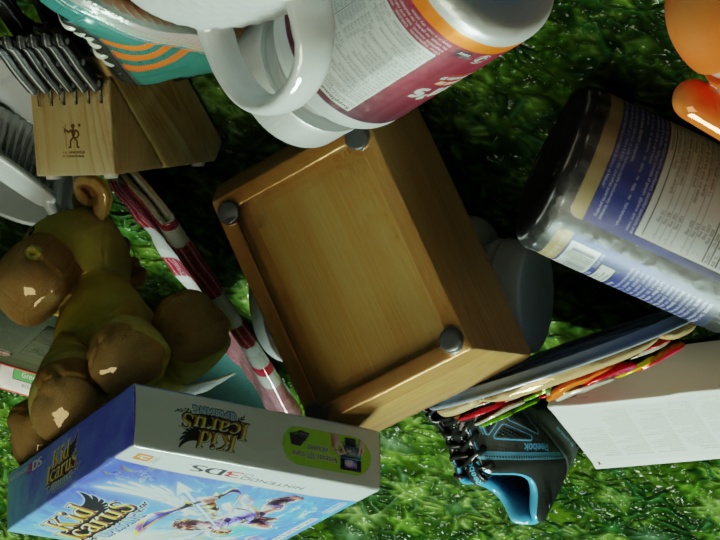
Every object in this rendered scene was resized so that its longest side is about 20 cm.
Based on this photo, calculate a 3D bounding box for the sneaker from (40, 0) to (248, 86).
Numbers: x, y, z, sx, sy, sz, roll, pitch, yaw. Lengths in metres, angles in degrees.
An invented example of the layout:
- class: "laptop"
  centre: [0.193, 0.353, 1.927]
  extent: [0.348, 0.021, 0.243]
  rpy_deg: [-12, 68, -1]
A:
- class: "sneaker"
  centre: [-0.146, -0.153, 1.466]
  extent: [0.080, 0.072, 0.200]
  rpy_deg: [-31, 155, 27]

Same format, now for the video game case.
- class: "video game case"
  centre: [-0.114, 0.141, 1.563]
  extent: [0.180, 0.046, 0.200]
  rpy_deg: [14, 152, -28]

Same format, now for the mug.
- class: "mug"
  centre: [-0.066, -0.188, 1.352]
  extent: [0.147, 0.201, 0.175]
  rpy_deg: [-13, 176, -35]

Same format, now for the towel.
- class: "towel"
  centre: [-0.117, 0.011, 1.701]
  extent: [0.200, 0.023, 0.144]
  rpy_deg: [59, 172, -34]

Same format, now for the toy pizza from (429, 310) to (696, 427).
- class: "toy pizza"
  centre: [0.144, 0.069, 1.616]
  extent: [0.200, 0.200, 0.032]
  rpy_deg: [-20, 89, 43]

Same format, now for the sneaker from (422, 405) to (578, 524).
- class: "sneaker"
  centre: [0.088, 0.112, 1.776]
  extent: [0.200, 0.082, 0.073]
  rpy_deg: [40, 142, -25]

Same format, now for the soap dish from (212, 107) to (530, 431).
- class: "soap dish"
  centre: [0.000, 0.000, 1.555]
  extent: [0.157, 0.081, 0.201]
  rpy_deg: [-27, 84, 23]

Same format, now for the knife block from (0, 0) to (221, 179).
- class: "knife block"
  centre: [-0.170, -0.152, 1.575]
  extent: [0.064, 0.177, 0.200]
  rpy_deg: [1, -174, 26]

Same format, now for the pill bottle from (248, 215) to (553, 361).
- class: "pill bottle"
  centre: [0.030, 0.015, 1.647]
  extent: [0.199, 0.110, 0.109]
  rpy_deg: [2, 142, 23]

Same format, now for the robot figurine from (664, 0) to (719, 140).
- class: "robot figurine"
  centre: [0.255, -0.136, 1.329]
  extent: [0.200, 0.117, 0.144]
  rpy_deg: [33, 154, -20]

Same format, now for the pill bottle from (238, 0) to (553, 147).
- class: "pill bottle"
  centre: [0.016, -0.152, 1.426]
  extent: [0.109, 0.110, 0.200]
  rpy_deg: [35, 143, -22]

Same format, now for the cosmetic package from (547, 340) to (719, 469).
- class: "cosmetic package"
  centre: [0.243, 0.094, 1.702]
  extent: [0.199, 0.051, 0.083]
  rpy_deg: [-8, 135, 34]

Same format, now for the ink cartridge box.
- class: "ink cartridge box"
  centre: [-0.265, 0.058, 1.787]
  extent: [0.108, 0.200, 0.051]
  rpy_deg: [16, 106, 5]

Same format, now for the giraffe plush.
- class: "giraffe plush"
  centre: [-0.186, 0.025, 1.645]
  extent: [0.172, 0.200, 0.163]
  rpy_deg: [-36, 79, 21]

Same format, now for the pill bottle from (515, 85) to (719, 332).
- class: "pill bottle"
  centre: [0.208, -0.028, 1.498]
  extent: [0.199, 0.112, 0.112]
  rpy_deg: [24, 145, -6]

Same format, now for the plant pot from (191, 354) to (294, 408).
- class: "plant pot"
  centre: [-0.153, 0.146, 1.873]
  extent: [0.199, 0.201, 0.135]
  rpy_deg: [30, 174, -16]

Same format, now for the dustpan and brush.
- class: "dustpan and brush"
  centre: [-0.231, -0.060, 1.715]
  extent: [0.139, 0.057, 0.200]
  rpy_deg: [-21, 130, 43]
